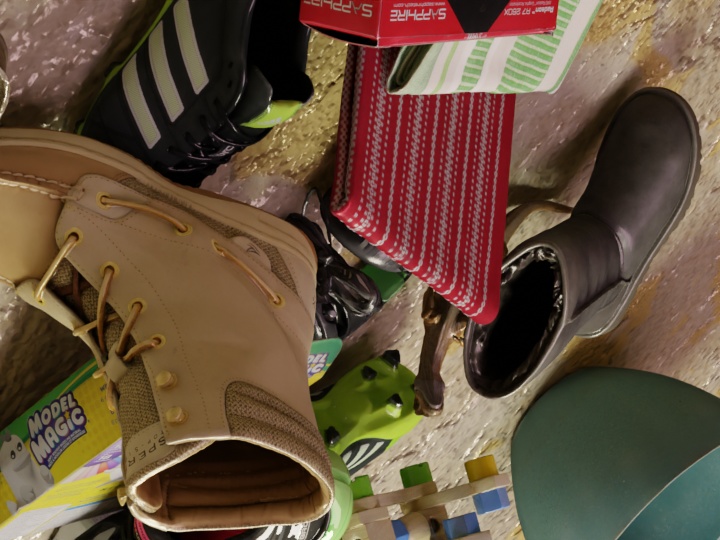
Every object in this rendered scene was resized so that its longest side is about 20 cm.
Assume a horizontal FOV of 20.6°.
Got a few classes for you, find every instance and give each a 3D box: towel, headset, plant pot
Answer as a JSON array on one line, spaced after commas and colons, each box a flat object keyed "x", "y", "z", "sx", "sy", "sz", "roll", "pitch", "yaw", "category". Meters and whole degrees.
[{"x": 0.092, "y": -0.154, "z": 1.003, "sx": 0.153, "sy": 0.023, "sz": 0.200, "roll": -62, "pitch": 161, "yaw": 16, "category": "towel"}, {"x": 0.034, "y": -0.065, "z": 1.012, "sx": 0.200, "sy": 0.022, "sz": 0.146, "roll": 35, "pitch": 57, "yaw": -60, "category": "towel"}, {"x": 0.000, "y": 0.000, "z": 1.069, "sx": 0.124, "sy": 0.094, "sz": 0.200, "roll": -47, "pitch": 164, "yaw": 3, "category": "headset"}, {"x": 0.190, "y": 0.150, "z": 1.483, "sx": 0.200, "sy": 0.135, "sz": 0.201, "roll": -32, "pitch": 150, "yaw": -21, "category": "plant pot"}]

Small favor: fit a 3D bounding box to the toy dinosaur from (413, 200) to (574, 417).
[{"x": 0.070, "y": -0.005, "z": 1.207, "sx": 0.200, "sy": 0.060, "sz": 0.106, "roll": -56, "pitch": 161, "yaw": -27, "category": "toy dinosaur"}]

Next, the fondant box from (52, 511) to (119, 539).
[{"x": -0.121, "y": 0.202, "z": 1.217, "sx": 0.199, "sy": 0.058, "sz": 0.145, "roll": -3, "pitch": 131, "yaw": -53, "category": "fondant box"}]

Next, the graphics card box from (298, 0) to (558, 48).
[{"x": 0.040, "y": -0.198, "z": 0.823, "sx": 0.125, "sy": 0.051, "sz": 0.201, "roll": -11, "pitch": 113, "yaw": -46, "category": "graphics card box"}]

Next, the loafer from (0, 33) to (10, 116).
[{"x": -0.211, "y": -0.022, "z": 0.782, "sx": 0.200, "sy": 0.067, "sz": 0.076, "roll": -41, "pitch": 152, "yaw": -7, "category": "loafer"}]

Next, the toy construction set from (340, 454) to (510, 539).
[{"x": -0.012, "y": 0.168, "z": 1.137, "sx": 0.131, "sy": 0.093, "sz": 0.200, "roll": -11, "pitch": 156, "yaw": -38, "category": "toy construction set"}]

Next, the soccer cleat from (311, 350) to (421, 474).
[{"x": -0.036, "y": 0.106, "z": 1.181, "sx": 0.199, "sy": 0.068, "sz": 0.081, "roll": -15, "pitch": 146, "yaw": -46, "category": "soccer cleat"}]

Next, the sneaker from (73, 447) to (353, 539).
[{"x": -0.100, "y": 0.134, "z": 1.032, "sx": 0.199, "sy": 0.077, "sz": 0.084, "roll": -30, "pitch": 144, "yaw": 22, "category": "sneaker"}]

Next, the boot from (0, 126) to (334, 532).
[{"x": -0.104, "y": 0.027, "z": 0.836, "sx": 0.199, "sy": 0.156, "sz": 0.073, "roll": 19, "pitch": 129, "yaw": -24, "category": "boot"}]

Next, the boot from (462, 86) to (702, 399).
[{"x": 0.130, "y": -0.021, "z": 1.173, "sx": 0.200, "sy": 0.072, "sz": 0.183, "roll": -6, "pitch": 115, "yaw": -63, "category": "boot"}]

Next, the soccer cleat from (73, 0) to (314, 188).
[{"x": -0.069, "y": -0.077, "z": 0.885, "sx": 0.067, "sy": 0.081, "sz": 0.201, "roll": -5, "pitch": 133, "yaw": -51, "category": "soccer cleat"}]

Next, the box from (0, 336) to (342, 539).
[{"x": -0.108, "y": 0.073, "z": 0.995, "sx": 0.117, "sy": 0.049, "sz": 0.200, "roll": -9, "pitch": 161, "yaw": -48, "category": "box"}]
